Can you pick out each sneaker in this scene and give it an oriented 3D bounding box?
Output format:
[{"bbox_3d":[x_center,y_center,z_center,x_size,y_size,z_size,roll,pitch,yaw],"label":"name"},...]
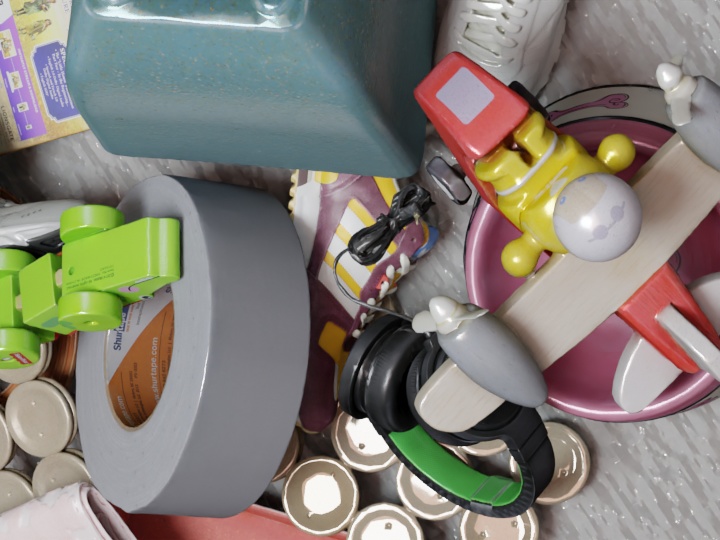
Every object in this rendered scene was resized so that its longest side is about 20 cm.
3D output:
[{"bbox_3d":[-0.257,-0.034,1.266,0.199,0.076,0.093,-10,70,20],"label":"sneaker"},{"bbox_3d":[0.000,0.000,1.193,0.090,0.075,0.201,4,95,3],"label":"sneaker"},{"bbox_3d":[0.086,-0.164,1.133,0.076,0.080,0.201,26,111,11],"label":"sneaker"}]

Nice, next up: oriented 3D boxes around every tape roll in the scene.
[{"bbox_3d":[-0.104,0.045,1.190,0.200,0.066,0.202,-24,62,57],"label":"tape roll"}]

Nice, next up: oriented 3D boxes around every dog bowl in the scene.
[{"bbox_3d":[0.148,-0.003,1.148,0.199,0.074,0.201,5,104,19],"label":"dog bowl"}]

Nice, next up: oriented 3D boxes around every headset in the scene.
[{"bbox_3d":[0.048,0.052,1.147,0.123,0.094,0.201,6,135,47],"label":"headset"}]

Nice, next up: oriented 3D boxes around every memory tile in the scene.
[{"bbox_3d":[-0.237,0.131,1.310,0.153,0.017,0.201,-19,92,28],"label":"memory tile"},{"bbox_3d":[0.026,0.114,1.229,0.200,0.017,0.154,37,95,9],"label":"memory tile"}]

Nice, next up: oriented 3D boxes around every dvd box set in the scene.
[{"bbox_3d":[-0.171,-0.163,1.251,0.199,0.029,0.147,-14,96,23],"label":"dvd box set"}]

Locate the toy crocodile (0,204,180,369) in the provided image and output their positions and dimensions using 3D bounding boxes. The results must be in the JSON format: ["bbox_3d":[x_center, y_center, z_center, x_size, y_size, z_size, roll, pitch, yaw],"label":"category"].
[{"bbox_3d":[-0.175,0.013,1.186,0.199,0.062,0.068,-22,64,37],"label":"toy crocodile"}]

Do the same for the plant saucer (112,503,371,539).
[{"bbox_3d":[-0.090,0.236,1.308,0.199,0.037,0.201,15,107,17],"label":"plant saucer"}]

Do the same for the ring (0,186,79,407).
[{"bbox_3d":[-0.276,0.028,1.339,0.199,0.019,0.202,4,102,19],"label":"ring"}]

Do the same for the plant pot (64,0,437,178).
[{"bbox_3d":[-0.063,-0.167,1.079,0.195,0.200,0.198,5,85,8],"label":"plant pot"}]

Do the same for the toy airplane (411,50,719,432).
[{"bbox_3d":[0.125,-0.014,1.037,0.198,0.141,0.201,2,89,0],"label":"toy airplane"}]

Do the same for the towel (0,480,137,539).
[{"bbox_3d":[-0.199,0.241,1.286,0.199,0.032,0.192,-24,107,29],"label":"towel"}]
